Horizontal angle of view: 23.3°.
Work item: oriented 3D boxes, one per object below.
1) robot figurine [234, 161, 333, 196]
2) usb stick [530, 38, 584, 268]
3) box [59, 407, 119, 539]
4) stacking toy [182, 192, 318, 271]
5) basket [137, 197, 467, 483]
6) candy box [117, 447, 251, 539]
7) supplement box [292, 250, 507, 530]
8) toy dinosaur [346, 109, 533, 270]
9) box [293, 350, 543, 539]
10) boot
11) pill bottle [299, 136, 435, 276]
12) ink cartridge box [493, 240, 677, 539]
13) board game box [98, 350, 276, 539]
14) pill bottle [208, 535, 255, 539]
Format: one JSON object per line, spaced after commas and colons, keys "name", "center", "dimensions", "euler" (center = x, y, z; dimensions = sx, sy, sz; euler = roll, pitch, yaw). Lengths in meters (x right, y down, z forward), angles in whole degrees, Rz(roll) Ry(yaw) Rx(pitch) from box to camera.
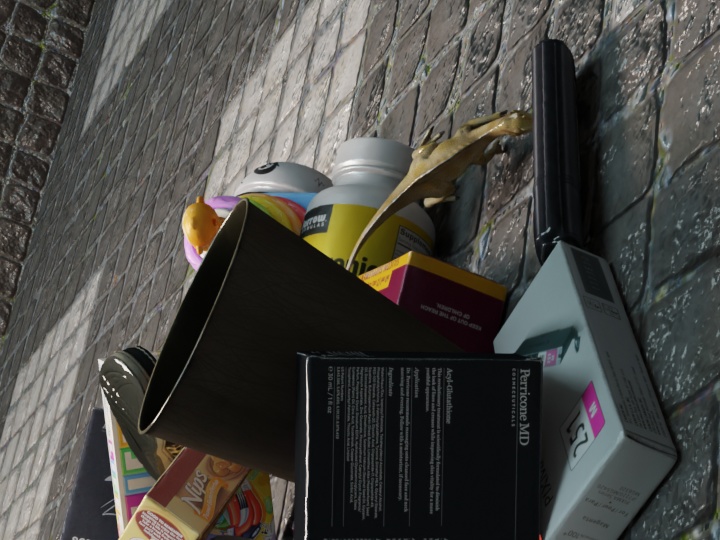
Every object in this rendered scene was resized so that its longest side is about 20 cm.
{"name": "robot figurine", "center": [-0.083, -0.004, 1.601], "dimensions": [0.149, 0.125, 0.202], "euler": [7, 60, 28]}
{"name": "usb stick", "center": [0.136, -0.078, 1.207], "dimensions": [0.032, 0.056, 0.201], "euler": [-11, 47, 16]}
{"name": "box", "center": [-0.206, 0.250, 1.649], "dimensions": [0.105, 0.146, 0.202], "euler": [108, 174, -62]}
{"name": "stacking toy", "center": [-0.101, -0.021, 1.423], "dimensions": [0.200, 0.108, 0.118], "euler": [24, -114, -70]}
{"name": "basket", "center": [-0.021, 0.070, 1.130], "dimensions": [0.136, 0.199, 0.181], "euler": [-50, 18, 44]}
{"name": "candy box", "center": [-0.158, 0.217, 1.365], "dimensions": [0.201, 0.055, 0.116], "euler": [-56, -2, 37]}
{"name": "supplement box", "center": [0.028, 0.101, 1.267], "dimensions": [0.110, 0.085, 0.202], "euler": [-26, 47, 64]}
{"name": "toy dinosaur", "center": [0.055, -0.075, 1.329], "dimensions": [0.199, 0.058, 0.101], "euler": [-37, 1, 13]}
{"name": "box", "center": [0.032, 0.150, 1.026], "dimensions": [0.079, 0.139, 0.203], "euler": [177, 95, -84]}
{"name": "boot", "center": [-0.124, 0.085, 1.402], "dimensions": [0.153, 0.073, 0.204], "euler": [-38, -26, -17]}
{"name": "pill bottle", "center": [0.000, 0.000, 1.410], "dimensions": [0.111, 0.110, 0.202], "euler": [-32, 41, 61]}
{"name": "ink cartridge box", "center": [0.114, 0.107, 1.087], "dimensions": [0.174, 0.043, 0.201], "euler": [-58, 22, 28]}
{"name": "board game box", "center": [-0.147, 0.167, 1.501], "dimensions": [0.034, 0.133, 0.203], "euler": [-174, 77, -73]}
{"name": "pill bottle", "center": [-0.103, 0.319, 1.372], "dimensions": [0.202, 0.111, 0.112], "euler": [-69, 19, 0]}
